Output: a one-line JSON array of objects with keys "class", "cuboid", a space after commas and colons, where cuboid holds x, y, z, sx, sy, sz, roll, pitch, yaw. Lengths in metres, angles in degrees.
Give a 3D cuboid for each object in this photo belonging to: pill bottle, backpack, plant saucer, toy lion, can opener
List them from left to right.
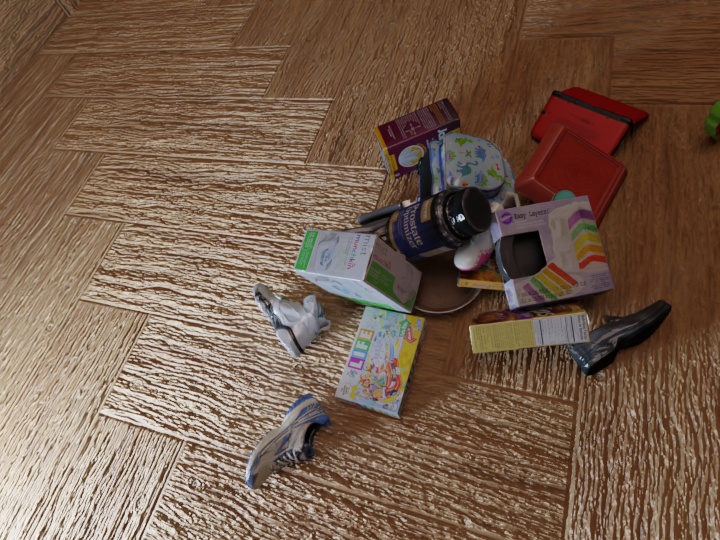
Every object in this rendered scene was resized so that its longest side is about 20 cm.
[{"class": "can opener", "cuboid": [0.091, -0.128, 1.194, 0.197, 0.066, 0.053, -16, 75, 13]}, {"class": "pill bottle", "cuboid": [0.150, -0.090, 0.991, 0.199, 0.111, 0.113, -19, 45, 49]}, {"class": "plant saucer", "cuboid": [0.172, 0.008, 1.092, 0.197, 0.037, 0.203, -8, 57, 13]}, {"class": "backpack", "cuboid": [0.237, -0.192, 1.106, 0.197, 0.147, 0.185, 8, 63, -13]}, {"class": "plant saucer", "cuboid": [0.458, -0.202, 1.085, 0.199, 0.037, 0.201, 35, 73, 4]}, {"class": "toy lion", "cuboid": [0.811, -0.363, 1.062, 0.198, 0.193, 0.069, -6, 45, -37]}]

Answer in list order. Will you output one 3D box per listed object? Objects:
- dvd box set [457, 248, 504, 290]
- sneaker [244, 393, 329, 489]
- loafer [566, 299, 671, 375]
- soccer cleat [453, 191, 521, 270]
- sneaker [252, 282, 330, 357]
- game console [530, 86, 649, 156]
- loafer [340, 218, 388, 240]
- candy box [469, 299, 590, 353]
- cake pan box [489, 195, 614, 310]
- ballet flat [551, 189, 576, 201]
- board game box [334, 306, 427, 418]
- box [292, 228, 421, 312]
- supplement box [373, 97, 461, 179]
[{"class": "dvd box set", "cuboid": [0.299, -0.026, 1.046, 0.197, 0.030, 0.148, 6, 56, 5]}, {"class": "sneaker", "cuboid": [-0.135, 0.333, 0.961, 0.085, 0.077, 0.201, 32, 73, 26]}, {"class": "loafer", "cuboid": [0.466, 0.105, 0.923, 0.198, 0.073, 0.073, -30, 51, -5]}, {"class": "soccer cleat", "cuboid": [0.249, -0.083, 1.008, 0.200, 0.087, 0.069, -40, 41, -26]}, {"class": "sneaker", "cuboid": [-0.150, 0.084, 1.122, 0.114, 0.075, 0.200, -35, 61, -7]}, {"class": "game console", "cuboid": [0.541, -0.345, 1.211, 0.199, 0.118, 0.174, 37, 106, 32]}, {"class": "loafer", "cuboid": [0.043, -0.065, 1.164, 0.197, 0.073, 0.072, -12, 66, 15]}, {"class": "candy box", "cuboid": [0.305, 0.101, 0.932, 0.197, 0.117, 0.057, -8, 95, 17]}, {"class": "cake pan box", "cuboid": [0.346, -0.033, 0.946, 0.197, 0.052, 0.187, -8, 76, -6]}, {"class": "ballet flat", "cuboid": [0.421, -0.059, 1.028, 0.068, 0.071, 0.203, -11, 71, 19]}, {"class": "board game box", "cuboid": [0.044, 0.179, 1.025, 0.133, 0.034, 0.202, 9, 62, 22]}, {"class": "box", "cuboid": [0.000, 0.000, 1.023, 0.175, 0.200, 0.098, 9, 74, 35]}, {"class": "supplement box", "cuboid": [0.144, -0.324, 1.262, 0.198, 0.111, 0.086, -22, 56, 3]}]
